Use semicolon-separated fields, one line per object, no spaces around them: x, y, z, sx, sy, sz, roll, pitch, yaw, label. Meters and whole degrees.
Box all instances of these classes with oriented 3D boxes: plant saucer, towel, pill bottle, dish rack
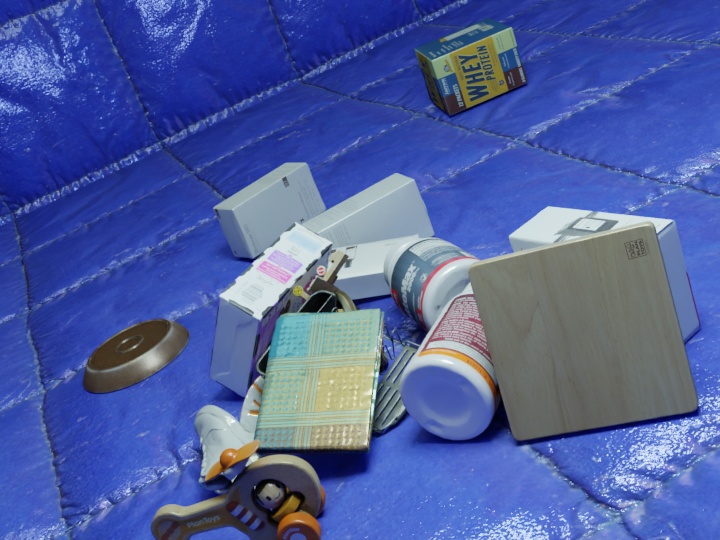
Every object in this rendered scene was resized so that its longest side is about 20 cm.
-0.391;0.138;1.688;0.198;0.035;0.201;-20;21;8;plant saucer
-0.048;0.134;1.200;0.145;0.022;0.202;-3;50;12;towel
0.107;0.021;1.363;0.119;0.121;0.200;-27;22;-11;pill bottle
0.134;0.097;1.172;0.113;0.115;0.200;-7;27;33;pill bottle
-0.014;0.118;1.255;0.198;0.055;0.154;18;55;29;dish rack

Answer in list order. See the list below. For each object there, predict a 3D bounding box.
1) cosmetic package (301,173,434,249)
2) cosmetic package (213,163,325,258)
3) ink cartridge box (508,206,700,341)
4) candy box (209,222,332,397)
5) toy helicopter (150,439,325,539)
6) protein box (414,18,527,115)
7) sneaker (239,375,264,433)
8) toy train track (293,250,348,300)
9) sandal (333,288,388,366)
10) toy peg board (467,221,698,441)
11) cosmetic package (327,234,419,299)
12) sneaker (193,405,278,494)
0.014;-0.069;1.667;0.199;0.114;0.081;-28;23;-17;cosmetic package
-0.179;-0.121;1.949;0.200;0.114;0.081;-39;27;-31;cosmetic package
0.288;0.011;1.176;0.083;0.146;0.199;-34;25;-26;ink cartridge box
-0.129;0.055;1.421;0.071;0.169;0.200;27;44;14;candy box
-0.140;0.249;1.062;0.198;0.133;0.079;-18;23;11;toy helicopter
0.257;-0.485;2.320;0.198;0.136;0.199;-23;22;-1;protein box
-0.095;0.154;1.333;0.200;0.078;0.077;-47;1;-34;sneaker
-0.086;0.054;1.366;0.201;0.032;0.115;-57;-16;-1;toy train track
-0.016;0.086;1.400;0.054;0.081;0.200;-32;27;-4;sandal
0.243;0.059;1.068;0.197;0.202;0.098;-14;9;20;toy peg board
0.000;0.000;1.554;0.198;0.051;0.083;-9;41;15;cosmetic package
-0.174;0.233;1.226;0.088;0.076;0.199;-44;30;-19;sneaker
